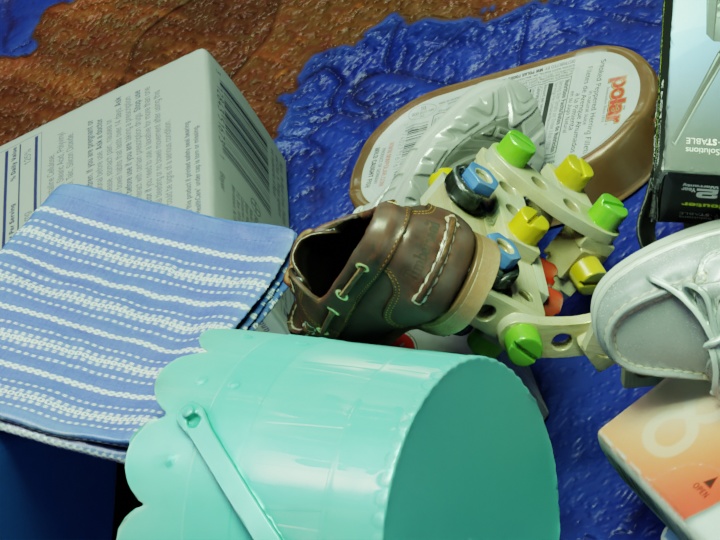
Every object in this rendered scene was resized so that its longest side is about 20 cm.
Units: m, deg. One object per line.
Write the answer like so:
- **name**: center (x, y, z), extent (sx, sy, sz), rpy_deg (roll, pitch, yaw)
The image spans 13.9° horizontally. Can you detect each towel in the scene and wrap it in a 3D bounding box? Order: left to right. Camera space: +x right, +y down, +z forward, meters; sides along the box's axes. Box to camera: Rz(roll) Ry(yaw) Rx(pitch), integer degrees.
- **towel**: center (-0.127, 0.019, 1.451), extent (0.145, 0.024, 0.200), rpy_deg (14, 34, 16)

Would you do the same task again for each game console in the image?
- **game console**: center (-0.162, 0.119, 1.497), extent (0.118, 0.200, 0.171), rpy_deg (1, 34, -10)

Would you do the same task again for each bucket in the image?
- **bucket**: center (-0.005, 0.126, 1.382), extent (0.135, 0.207, 0.207), rpy_deg (2, 49, 31)

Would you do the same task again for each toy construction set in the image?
- **toy construction set**: center (0.094, 0.002, 1.485), extent (0.092, 0.131, 0.200), rpy_deg (-57, 26, 12)

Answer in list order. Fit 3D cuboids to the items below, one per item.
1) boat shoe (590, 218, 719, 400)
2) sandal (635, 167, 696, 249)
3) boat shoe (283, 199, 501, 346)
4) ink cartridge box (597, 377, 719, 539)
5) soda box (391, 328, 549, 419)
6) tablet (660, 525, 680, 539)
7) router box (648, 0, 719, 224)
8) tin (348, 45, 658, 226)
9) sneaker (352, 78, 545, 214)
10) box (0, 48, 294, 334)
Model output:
- **boat shoe**: center (0.204, 0.021, 1.351), extent (0.202, 0.074, 0.065), rpy_deg (-2, 31, 11)
- **sandal**: center (0.168, -0.024, 1.515), extent (0.045, 0.075, 0.200), rpy_deg (15, 46, -7)
- **boat shoe**: center (0.000, 0.000, 1.426), extent (0.200, 0.070, 0.070), rpy_deg (-27, 43, 67)
- **ink cartridge box**: center (0.229, 0.065, 1.359), extent (0.200, 0.050, 0.162), rpy_deg (-40, 35, -2)
- **soda box**: center (-0.006, 0.087, 1.544), extent (0.200, 0.064, 0.068), rpy_deg (-31, 36, 8)
- **tablet**: center (0.232, 0.130, 1.333), extent (0.130, 0.014, 0.200), rpy_deg (-38, 35, -5)
- **router box**: center (0.239, -0.094, 1.382), extent (0.200, 0.062, 0.150), rpy_deg (4, 68, 4)
- **tin**: center (0.084, -0.068, 1.675), extent (0.200, 0.042, 0.112), rpy_deg (-14, 44, 28)
- **sneaker**: center (0.022, -0.024, 1.614), extent (0.200, 0.078, 0.099), rpy_deg (-56, 30, -3)
- **box**: center (-0.148, -0.004, 1.737), extent (0.200, 0.105, 0.184), rpy_deg (-24, 36, 15)
